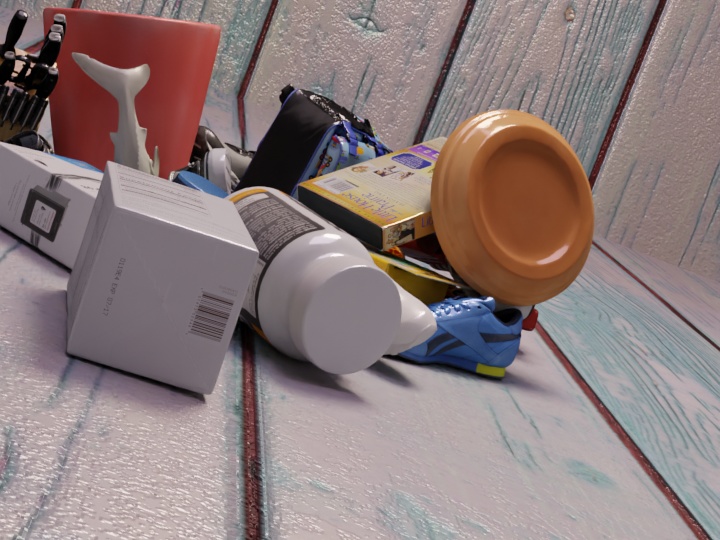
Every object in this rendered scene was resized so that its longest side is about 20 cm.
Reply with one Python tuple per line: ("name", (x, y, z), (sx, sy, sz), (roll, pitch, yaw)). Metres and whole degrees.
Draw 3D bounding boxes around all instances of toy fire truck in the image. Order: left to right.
("toy fire truck", (0.119, -0.012, 1.924), (0.167, 0.113, 0.200), (18, -3, -22))

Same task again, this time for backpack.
("backpack", (-0.034, -0.091, 1.931), (0.134, 0.183, 0.200), (36, 9, 34))

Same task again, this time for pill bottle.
("pill bottle", (-0.054, 0.009, 1.455), (0.116, 0.117, 0.200), (16, 11, -34))

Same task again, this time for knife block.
("knife block", (-0.351, -0.189, 1.742), (0.064, 0.177, 0.200), (19, 9, -16))

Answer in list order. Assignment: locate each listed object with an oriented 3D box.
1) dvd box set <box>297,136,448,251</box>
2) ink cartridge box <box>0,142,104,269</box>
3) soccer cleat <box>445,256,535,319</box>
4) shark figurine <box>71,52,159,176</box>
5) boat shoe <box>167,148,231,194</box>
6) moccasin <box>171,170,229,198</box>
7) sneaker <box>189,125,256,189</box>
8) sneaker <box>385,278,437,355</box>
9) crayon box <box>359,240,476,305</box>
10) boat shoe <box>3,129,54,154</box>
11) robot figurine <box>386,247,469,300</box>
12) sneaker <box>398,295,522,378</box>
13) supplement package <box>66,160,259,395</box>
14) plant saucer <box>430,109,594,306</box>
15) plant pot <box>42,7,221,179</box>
("dvd box set", (0.056, -0.082, 1.752), (0.199, 0.030, 0.146), (-21, 32, -34))
("ink cartridge box", (-0.229, -0.041, 1.491), (0.199, 0.067, 0.115), (28, 10, 36))
("soccer cleat", (0.120, -0.031, 1.777), (0.086, 0.070, 0.201), (6, 43, -32))
("shark figurine", (-0.231, -0.089, 1.607), (0.089, 0.216, 0.129), (-6, 41, -1))
("boat shoe", (-0.172, -0.077, 1.789), (0.070, 0.073, 0.200), (2, -15, -8))
("moccasin", (-0.129, -0.030, 1.589), (0.080, 0.068, 0.200), (43, 2, 28))
("sneaker", (-0.131, -0.116, 1.979), (0.074, 0.080, 0.200), (29, -8, 43))
("sneaker", (-0.012, 0.015, 1.565), (0.199, 0.081, 0.076), (22, 34, 40))
("crayon box", (0.000, 0.000, 1.706), (0.199, 0.052, 0.125), (23, 5, 33))
("boat shoe", (-0.327, -0.103, 1.637), (0.070, 0.067, 0.199), (27, 10, 31))
("robot figurine", (0.063, 0.025, 1.826), (0.144, 0.059, 0.199), (11, 13, -47))
("sneaker", (0.080, 0.051, 1.657), (0.199, 0.079, 0.066), (12, 14, -40))
("supplement package", (-0.152, 0.000, 1.274), (0.109, 0.115, 0.200), (18, 10, -13))
("plant saucer", (0.161, -0.066, 1.712), (0.199, 0.202, 0.037), (17, -17, -29))
("plant pot", (-0.256, -0.189, 1.868), (0.199, 0.179, 0.200), (5, 6, -1))
